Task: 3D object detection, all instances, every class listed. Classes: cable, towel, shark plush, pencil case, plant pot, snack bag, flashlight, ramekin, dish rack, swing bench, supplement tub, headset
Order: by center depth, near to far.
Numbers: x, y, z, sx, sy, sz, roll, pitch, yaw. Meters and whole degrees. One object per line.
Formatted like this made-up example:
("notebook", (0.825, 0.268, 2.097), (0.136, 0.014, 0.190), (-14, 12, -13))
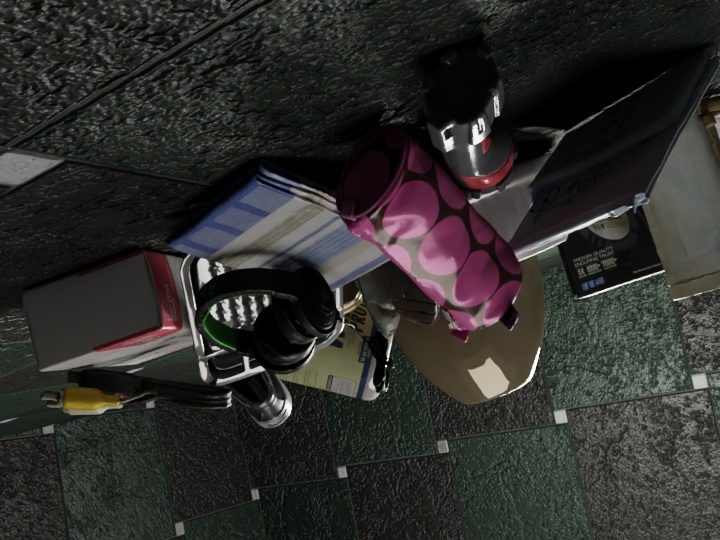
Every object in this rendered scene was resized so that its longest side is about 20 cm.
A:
("flashlight", (0.086, -0.109, 0.593), (0.066, 0.070, 0.200), (-13, 168, 8))
("pencil case", (0.058, -0.026, 0.654), (0.094, 0.199, 0.090), (-51, -144, -3))
("towel", (-0.055, -0.032, 0.704), (0.197, 0.024, 0.145), (17, 145, -41))
("snack bag", (0.215, -0.099, 0.709), (0.201, 0.021, 0.188), (-53, -167, -30))
("headset", (-0.061, 0.062, 0.750), (0.195, 0.096, 0.124), (12, 144, -23))
("dish rack", (-0.100, 0.019, 0.808), (0.168, 0.044, 0.203), (-18, 137, -19))
("cable", (-0.231, 0.138, 0.837), (0.194, 0.052, 0.097), (8, 174, 2))
("swing bench", (0.381, -0.084, 0.870), (0.197, 0.204, 0.129), (-9, 170, -42))
("ramekin", (0.146, -0.050, 0.894), (0.198, 0.096, 0.202), (-22, 179, -1))
("shark plush", (0.000, 0.000, 0.914), (0.089, 0.085, 0.199), (-17, -156, -19))
("plant pot", (0.141, 0.080, 0.946), (0.196, 0.138, 0.200), (-21, -179, 0))
("supplement tub", (-0.057, 0.086, 1.075), (0.195, 0.149, 0.145), (13, 171, 0))

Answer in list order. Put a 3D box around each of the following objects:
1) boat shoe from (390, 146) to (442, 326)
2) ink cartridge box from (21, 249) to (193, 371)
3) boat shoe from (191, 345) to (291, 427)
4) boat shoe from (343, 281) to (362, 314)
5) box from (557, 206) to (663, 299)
("boat shoe", (0.070, -0.038, 0.779), (0.072, 0.075, 0.203), (-43, 150, -39))
("ink cartridge box", (-0.237, 0.045, 0.846), (0.143, 0.085, 0.200), (-19, 172, 11))
("boat shoe", (-0.158, 0.106, 0.943), (0.073, 0.200, 0.068), (-38, 143, -5))
("boat shoe", (-0.091, 0.023, 0.981), (0.194, 0.074, 0.065), (1, 163, -1))
("box", (0.367, -0.071, 1.065), (0.197, 0.168, 0.085), (-20, 171, 30))
